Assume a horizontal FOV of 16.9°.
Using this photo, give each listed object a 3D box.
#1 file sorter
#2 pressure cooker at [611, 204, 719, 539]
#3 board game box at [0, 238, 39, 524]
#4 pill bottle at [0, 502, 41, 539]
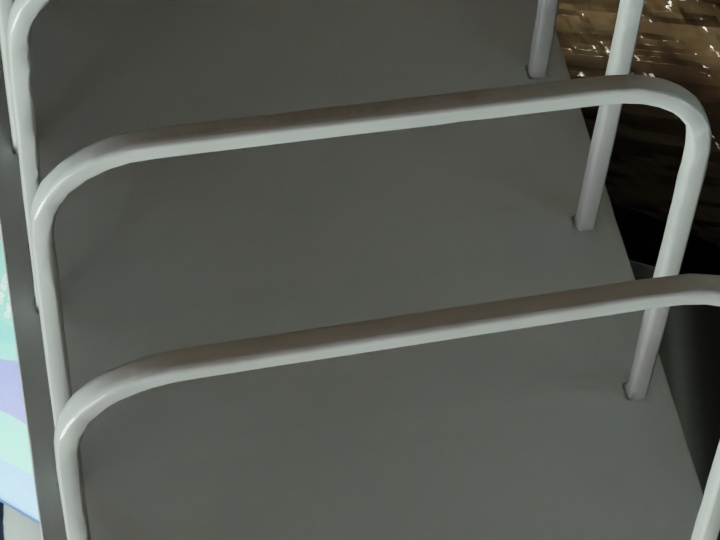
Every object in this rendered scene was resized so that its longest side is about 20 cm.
[{"bbox_3d":[-0.008,-0.030,0.505,0.125,0.138,0.200,93,167,-54],"label":"file sorter"},{"bbox_3d":[0.045,0.081,0.645,0.178,0.200,0.176,29,128,-21],"label":"pressure cooker"},{"bbox_3d":[-0.120,-0.030,0.676,0.200,0.045,0.152,27,118,19],"label":"board game box"},{"bbox_3d":[-0.088,0.090,0.860,0.116,0.116,0.200,50,151,-15],"label":"pill bottle"}]
